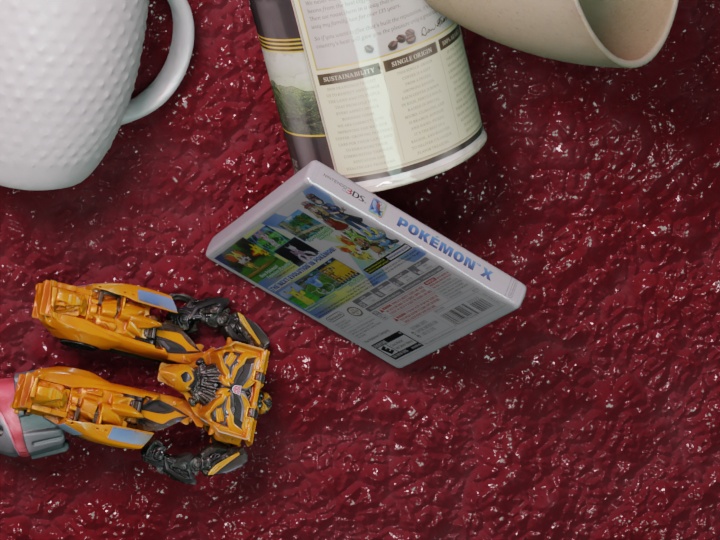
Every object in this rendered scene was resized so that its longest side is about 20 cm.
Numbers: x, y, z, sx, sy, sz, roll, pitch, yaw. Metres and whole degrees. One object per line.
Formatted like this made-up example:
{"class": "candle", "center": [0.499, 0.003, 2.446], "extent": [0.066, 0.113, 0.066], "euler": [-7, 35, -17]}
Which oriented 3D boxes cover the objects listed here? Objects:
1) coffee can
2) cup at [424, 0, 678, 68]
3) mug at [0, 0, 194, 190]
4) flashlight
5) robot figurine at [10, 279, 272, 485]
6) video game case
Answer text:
{"class": "coffee can", "center": [-0.001, -0.172, 1.564], "extent": [0.146, 0.146, 0.201], "euler": [-15, 108, -2]}
{"class": "cup", "center": [0.114, -0.231, 1.480], "extent": [0.143, 0.200, 0.201], "euler": [-2, 112, 32]}
{"class": "mug", "center": [-0.206, -0.157, 1.558], "extent": [0.199, 0.148, 0.176], "euler": [-9, 120, -36]}
{"class": "flashlight", "center": [-0.323, 0.125, 1.658], "extent": [0.199, 0.068, 0.068], "euler": [-13, 103, -4]}
{"class": "robot figurine", "center": [-0.154, 0.079, 1.640], "extent": [0.199, 0.058, 0.146], "euler": [15, 78, -23]}
{"class": "video game case", "center": [0.000, 0.000, 1.606], "extent": [0.182, 0.200, 0.022], "euler": [30, 65, -15]}
